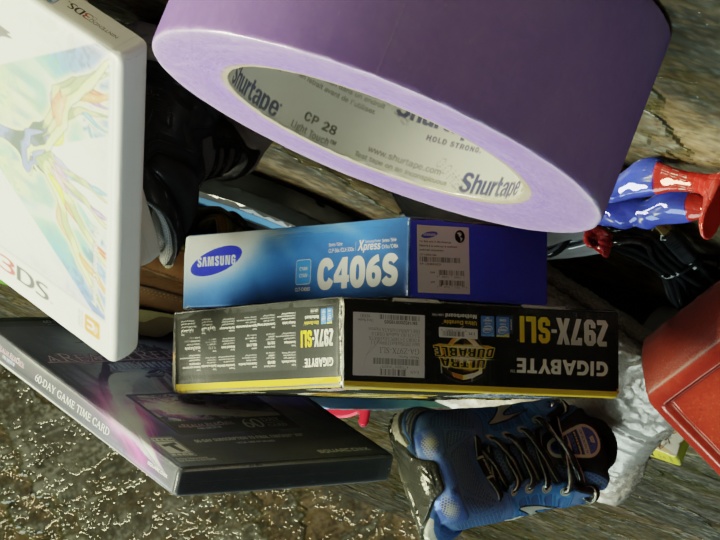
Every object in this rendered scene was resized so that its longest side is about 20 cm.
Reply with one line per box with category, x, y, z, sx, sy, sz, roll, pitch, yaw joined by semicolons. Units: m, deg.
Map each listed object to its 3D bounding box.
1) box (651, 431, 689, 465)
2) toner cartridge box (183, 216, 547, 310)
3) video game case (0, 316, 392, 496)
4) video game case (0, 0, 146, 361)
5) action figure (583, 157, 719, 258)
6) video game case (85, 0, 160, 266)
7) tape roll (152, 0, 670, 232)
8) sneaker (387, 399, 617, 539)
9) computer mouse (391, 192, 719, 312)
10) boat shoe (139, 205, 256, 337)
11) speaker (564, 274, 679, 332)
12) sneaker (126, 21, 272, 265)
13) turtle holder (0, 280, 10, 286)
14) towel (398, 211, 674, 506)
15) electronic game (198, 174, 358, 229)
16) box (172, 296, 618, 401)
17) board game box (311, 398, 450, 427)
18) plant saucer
box;0.119;0.054;1.832;0.200;0.075;0.050;18;172;13
toner cartridge box;0.000;0.000;1.546;0.095;0.043;0.200;6;174;-38
video game case;-0.097;0.069;1.567;0.143;0.019;0.200;-1;-157;-40
video game case;-0.178;-0.074;1.460;0.182;0.022;0.200;34;139;28
action figure;0.106;-0.037;1.445;0.200;0.052;0.065;16;173;43
video game case;-0.195;-0.098;1.500;0.200;0.024;0.182;12;126;45
tape roll;0.021;-0.093;1.204;0.200;0.085;0.200;22;170;4
sneaker;0.083;0.099;1.590;0.089;0.079;0.200;-20;175;25
computer mouse;0.093;-0.020;1.564;0.200;0.044;0.110;15;170;34
boat shoe;-0.079;0.001;1.649;0.200;0.068;0.072;4;-163;-34
speaker;0.098;0.036;1.753;0.200;0.081;0.081;18;170;23
sneaker;-0.107;-0.057;1.586;0.075;0.114;0.200;20;170;12
turtle holder;-0.191;-0.073;1.691;0.132;0.185;0.141;11;133;44
towel;0.093;0.046;1.676;0.200;0.034;0.133;34;141;5
electronic game;-0.059;-0.022;1.892;0.200;0.042;0.200;21;171;4
box;0.015;0.042;1.496;0.159;0.049;0.200;1;177;-28
board game box;0.009;0.071;1.906;0.200;0.039;0.158;0;-155;-20
plant saucer;0.240;0.090;1.493;0.200;0.037;0.200;45;154;1
